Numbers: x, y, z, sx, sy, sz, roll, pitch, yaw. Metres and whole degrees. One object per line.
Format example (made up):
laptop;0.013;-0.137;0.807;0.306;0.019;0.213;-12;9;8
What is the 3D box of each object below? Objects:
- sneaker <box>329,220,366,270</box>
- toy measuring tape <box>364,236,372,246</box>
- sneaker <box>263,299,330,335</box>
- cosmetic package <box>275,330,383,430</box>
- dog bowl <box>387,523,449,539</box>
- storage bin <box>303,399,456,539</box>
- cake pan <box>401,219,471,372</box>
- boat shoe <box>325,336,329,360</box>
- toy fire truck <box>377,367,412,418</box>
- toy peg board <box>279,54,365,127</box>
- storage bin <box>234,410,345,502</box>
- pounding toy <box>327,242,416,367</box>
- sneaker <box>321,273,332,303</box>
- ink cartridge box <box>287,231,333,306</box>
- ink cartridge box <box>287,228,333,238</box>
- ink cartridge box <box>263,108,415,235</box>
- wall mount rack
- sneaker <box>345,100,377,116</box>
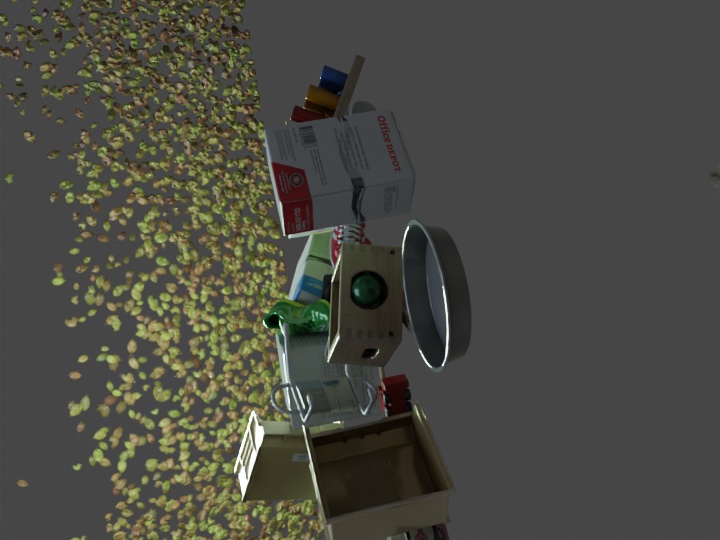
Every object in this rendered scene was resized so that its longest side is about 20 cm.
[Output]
sneaker;-0.014;-0.088;1.310;0.113;0.070;0.203;113;161;-71
toy measuring tape;0.000;0.000;1.410;0.074;0.073;0.203;-160;52;-78
sneaker;-0.119;0.106;1.500;0.198;0.083;0.075;-2;120;43
cosmetic package;-0.063;0.208;1.529;0.167;0.197;0.169;-140;42;-75
dog bowl;0.098;0.464;1.228;0.200;0.073;0.203;170;90;-79
storage bin;0.024;0.316;1.166;0.200;0.197;0.095;-112;14;-49
cake pan;0.098;0.031;0.969;0.200;0.036;0.203;171;90;-79
boat shoe;-0.011;0.089;1.362;0.067;0.073;0.202;-30;-37;-56
toy fire truck;0.053;0.222;1.336;0.141;0.048;0.203;-132;34;-72
toy peg board;-0.081;-0.261;1.288;0.200;0.097;0.202;138;151;-78
storage bin;-0.149;0.398;1.587;0.094;0.197;0.200;-115;38;-52
pounding toy;0.029;0.067;1.186;0.200;0.140;0.187;113;161;-67
sneaker;-0.024;0.069;1.482;0.201;0.098;0.071;-115;21;-52
ink cartridge box;-0.103;0.026;1.650;0.147;0.083;0.202;120;167;-45
ink cartridge box;-0.085;-0.113;1.532;0.200;0.146;0.077;144;115;-79
ink cartridge box;-0.032;-0.148;1.089;0.084;0.197;0.146;91;166;-57
wall mount rack;-0.061;0.174;1.272;0.175;0.197;0.075;64;144;40
sneaker;0.000;-0.163;1.226;0.118;0.073;0.203;127;143;-66
